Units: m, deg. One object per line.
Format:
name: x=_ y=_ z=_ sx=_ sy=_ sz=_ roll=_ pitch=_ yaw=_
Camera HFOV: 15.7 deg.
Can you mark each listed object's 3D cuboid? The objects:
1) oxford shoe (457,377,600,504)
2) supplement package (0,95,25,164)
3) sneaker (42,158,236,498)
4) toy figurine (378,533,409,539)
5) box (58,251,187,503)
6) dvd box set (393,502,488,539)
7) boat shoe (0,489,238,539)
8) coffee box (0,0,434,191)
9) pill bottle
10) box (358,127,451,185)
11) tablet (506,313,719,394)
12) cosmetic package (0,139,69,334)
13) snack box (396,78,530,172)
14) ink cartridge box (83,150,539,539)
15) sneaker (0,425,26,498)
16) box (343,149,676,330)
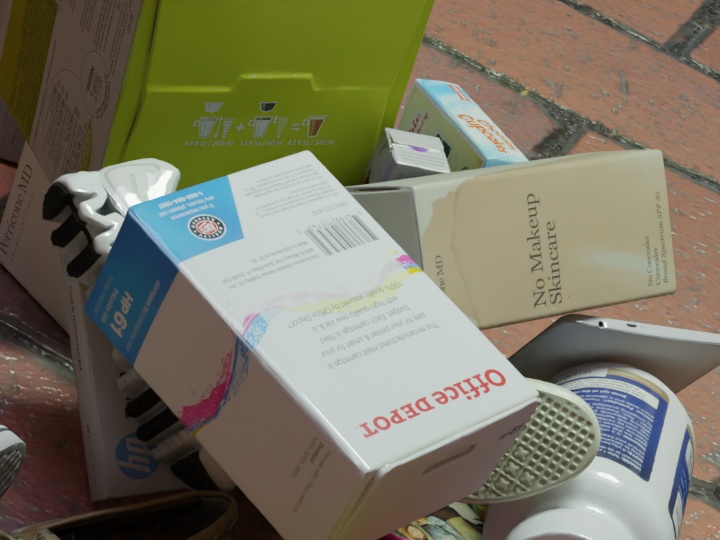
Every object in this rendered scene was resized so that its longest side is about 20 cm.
oxford shoe: x=0.038 y=0.097 z=1.477 sx=0.200 sy=0.075 sz=0.058 roll=-10 pitch=2 yaw=15
supplement package: x=-0.170 y=-0.132 z=1.854 sx=0.200 sy=0.120 sz=0.121 roll=19 pitch=27 yaw=-8
sneaker: x=-0.104 y=0.029 z=1.475 sx=0.081 sy=0.075 sz=0.200 roll=-22 pitch=90 yaw=-30
toy figurine: x=0.025 y=0.201 z=1.388 sx=0.199 sy=0.150 sz=0.184 roll=10 pitch=19 yaw=-4
box: x=-0.069 y=0.047 z=1.541 sx=0.200 sy=0.156 sz=0.041 roll=-6 pitch=-7 yaw=-20
dvd box set: x=0.057 y=0.173 z=1.575 sx=0.200 sy=0.029 sz=0.146 roll=38 pitch=30 yaw=27
boat shoe: x=-0.152 y=0.156 z=1.407 sx=0.200 sy=0.063 sz=0.073 roll=-10 pitch=42 yaw=-46
coffee box: x=-0.097 y=-0.155 z=1.633 sx=0.199 sy=0.200 sz=0.198 roll=-3 pitch=38 yaw=-30
pill bottle: x=0.132 y=0.142 z=1.528 sx=0.111 sy=0.111 sz=0.200 roll=24 pitch=26 yaw=3
box: x=0.000 y=0.000 z=1.656 sx=0.041 sy=0.200 sz=0.039 roll=10 pitch=36 yaw=-21
tablet: x=0.138 y=0.076 z=1.657 sx=0.130 sy=0.200 sz=0.014 roll=9 pitch=63 yaw=-24
cosmetic package: x=-0.144 y=0.001 z=1.656 sx=0.074 sy=0.102 sz=0.200 roll=-10 pitch=40 yaw=-44
snack box: x=0.039 y=-0.010 z=1.695 sx=0.037 sy=0.200 sz=0.116 roll=7 pitch=26 yaw=-29
ink cartridge box: x=-0.026 y=0.044 z=1.385 sx=0.144 sy=0.085 sz=0.200 roll=-20 pitch=58 yaw=-45
sneaker: x=-0.261 y=0.111 z=1.393 sx=0.079 sy=0.079 sz=0.200 roll=35 pitch=18 yaw=13
box: x=0.088 y=-0.016 z=1.558 sx=0.200 sy=0.095 sz=0.078 roll=-11 pitch=6 yaw=-37
